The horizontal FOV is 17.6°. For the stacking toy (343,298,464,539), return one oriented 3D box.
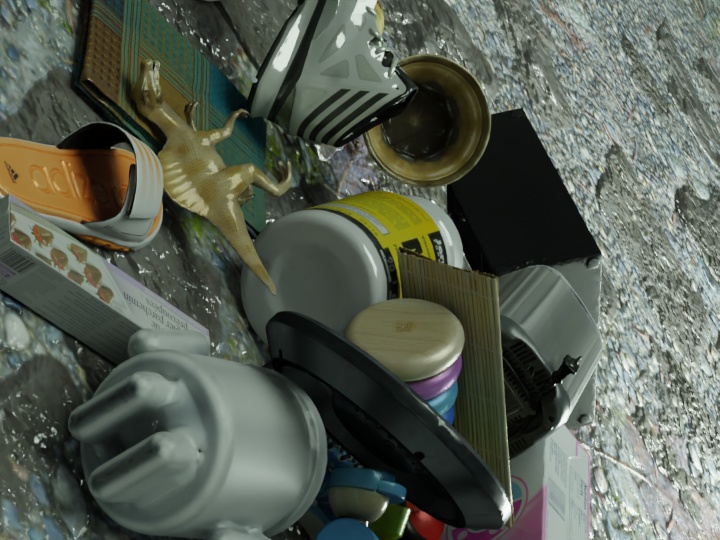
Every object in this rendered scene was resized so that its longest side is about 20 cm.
[{"bbox_3d":[0.035,0.122,1.671,0.085,0.085,0.200,-78,166,-55],"label":"stacking toy"}]

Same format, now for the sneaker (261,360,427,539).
[{"bbox_3d":[-0.006,0.144,1.628,0.200,0.090,0.078,58,24,-9],"label":"sneaker"}]

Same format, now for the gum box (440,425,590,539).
[{"bbox_3d":[0.110,0.201,1.770,0.066,0.113,0.200,50,27,-27],"label":"gum box"}]

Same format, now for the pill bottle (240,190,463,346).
[{"bbox_3d":[0.000,0.000,1.762,0.114,0.114,0.200,63,24,2],"label":"pill bottle"}]

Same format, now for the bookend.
[{"bbox_3d":[0.127,0.004,1.980,0.200,0.092,0.199,-113,-166,-45],"label":"bookend"}]

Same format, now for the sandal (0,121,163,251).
[{"bbox_3d":[-0.175,-0.061,1.542,0.207,0.059,0.079,3,61,-64],"label":"sandal"}]

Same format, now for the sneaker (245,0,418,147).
[{"bbox_3d":[0.003,-0.184,1.809,0.115,0.201,0.076,26,-12,0],"label":"sneaker"}]

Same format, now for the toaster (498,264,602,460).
[{"bbox_3d":[0.098,0.074,1.762,0.114,0.200,0.129,54,34,-8],"label":"toaster"}]

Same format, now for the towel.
[{"bbox_3d":[-0.139,-0.125,1.733,0.200,0.022,0.147,43,30,-35],"label":"towel"}]

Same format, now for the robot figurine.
[{"bbox_3d":[-0.096,0.111,1.455,0.200,0.113,0.170,17,51,-58],"label":"robot figurine"}]

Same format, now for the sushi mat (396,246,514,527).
[{"bbox_3d":[0.068,0.085,1.678,0.012,0.096,0.200,-26,120,-42],"label":"sushi mat"}]

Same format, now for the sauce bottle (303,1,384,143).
[{"bbox_3d":[-0.023,-0.173,1.962,0.066,0.066,0.200,52,28,-21],"label":"sauce bottle"}]

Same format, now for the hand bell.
[{"bbox_3d":[0.031,-0.122,1.930,0.104,0.104,0.200,58,-9,-9],"label":"hand bell"}]

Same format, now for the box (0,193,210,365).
[{"bbox_3d":[-0.172,0.019,1.491,0.200,0.041,0.039,37,35,-43],"label":"box"}]

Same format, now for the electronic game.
[{"bbox_3d":[0.017,0.097,1.500,0.200,0.042,0.200,39,-14,11],"label":"electronic game"}]

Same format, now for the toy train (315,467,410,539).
[{"bbox_3d":[0.008,0.205,1.557,0.200,0.085,0.116,57,41,-69],"label":"toy train"}]

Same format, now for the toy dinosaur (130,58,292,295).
[{"bbox_3d":[-0.101,-0.060,1.670,0.101,0.058,0.200,-17,71,-50],"label":"toy dinosaur"}]
